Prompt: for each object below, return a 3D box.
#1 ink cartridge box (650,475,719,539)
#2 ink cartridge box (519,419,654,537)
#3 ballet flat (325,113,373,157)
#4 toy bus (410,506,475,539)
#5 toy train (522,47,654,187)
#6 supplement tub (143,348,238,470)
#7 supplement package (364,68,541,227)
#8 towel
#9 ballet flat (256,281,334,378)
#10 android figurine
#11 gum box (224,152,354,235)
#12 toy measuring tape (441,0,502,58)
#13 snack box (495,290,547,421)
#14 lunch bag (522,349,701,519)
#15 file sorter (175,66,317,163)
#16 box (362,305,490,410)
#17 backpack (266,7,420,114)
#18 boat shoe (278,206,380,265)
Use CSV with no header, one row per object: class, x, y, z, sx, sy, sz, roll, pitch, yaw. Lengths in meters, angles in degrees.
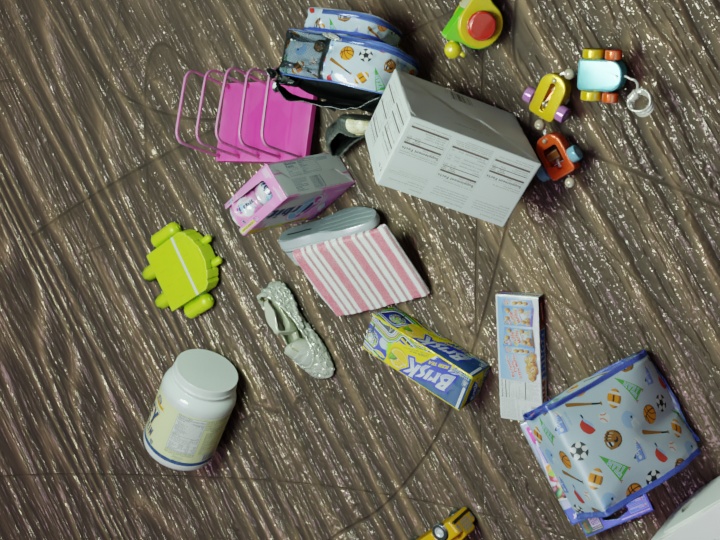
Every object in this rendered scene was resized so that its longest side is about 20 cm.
ink cartridge box,0.515,0.383,1.288,0.200,0.147,0.145,51,125,13
ink cartridge box,0.335,0.291,1.445,0.119,0.042,0.201,-29,86,22
ballet flat,-0.011,-0.211,1.513,0.200,0.066,0.057,-171,86,-78
toy bus,0.121,0.479,1.646,0.200,0.065,0.078,-45,76,35
toy train,0.309,-0.216,1.342,0.200,0.056,0.151,-37,81,39
supplement tub,-0.321,0.265,1.858,0.145,0.145,0.200,37,120,22
supplement package,0.123,-0.172,1.364,0.199,0.156,0.111,18,121,-18
towel,0.000,0.000,1.595,0.199,0.030,0.147,-14,123,35
ballet flat,-0.123,0.114,1.728,0.072,0.072,0.200,-39,80,36
android figurine,-0.339,-0.003,1.866,0.200,0.041,0.183,-32,83,37
gum box,-0.115,-0.125,1.573,0.113,0.200,0.066,-38,79,34
toy measuring tape,0.189,-0.384,1.386,0.074,0.074,0.200,40,104,21
snack box,0.247,0.133,1.492,0.072,0.024,0.201,4,104,34
lunch bag,0.354,0.224,1.349,0.170,0.199,0.124,61,163,7
file sorter,-0.192,-0.260,1.619,0.199,0.125,0.140,5,86,35
box,0.104,0.139,1.572,0.200,0.064,0.070,31,118,25
backpack,-0.007,-0.307,1.473,0.190,0.200,0.155,23,101,26
boat shoe,-0.043,-0.054,1.635,0.199,0.074,0.067,-9,124,36
